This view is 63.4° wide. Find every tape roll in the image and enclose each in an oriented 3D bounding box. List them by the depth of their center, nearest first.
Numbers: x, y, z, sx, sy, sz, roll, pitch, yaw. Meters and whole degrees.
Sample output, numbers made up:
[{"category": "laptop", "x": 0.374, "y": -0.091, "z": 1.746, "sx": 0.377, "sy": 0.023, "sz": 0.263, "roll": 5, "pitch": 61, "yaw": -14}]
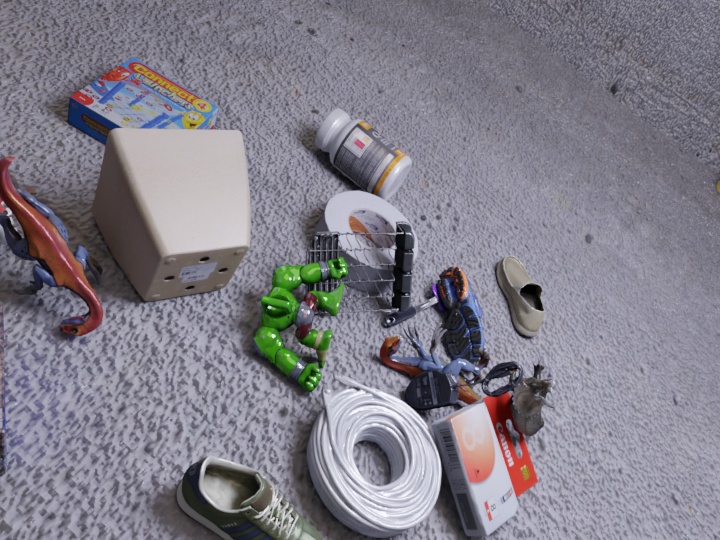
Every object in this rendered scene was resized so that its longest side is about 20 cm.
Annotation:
[{"category": "tape roll", "x": 0.011, "y": -0.058, "z": 1.111, "sx": 0.195, "sy": 0.067, "sz": 0.204, "roll": 18, "pitch": 43, "yaw": -17}]

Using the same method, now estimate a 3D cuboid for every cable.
[{"category": "cable", "x": 0.018, "y": 0.263, "z": 0.811, "sx": 0.195, "sy": 0.070, "sz": 0.204, "roll": 21, "pitch": 43, "yaw": -15}]

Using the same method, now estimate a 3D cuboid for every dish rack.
[{"category": "dish rack", "x": 0.000, "y": 0.000, "z": 0.988, "sx": 0.193, "sy": 0.159, "sz": 0.055, "roll": -2, "pitch": 17, "yaw": -14}]

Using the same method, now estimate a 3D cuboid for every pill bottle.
[{"category": "pill bottle", "x": 0.005, "y": -0.248, "z": 1.248, "sx": 0.199, "sy": 0.117, "sz": 0.116, "roll": 40, "pitch": 42, "yaw": 7}]

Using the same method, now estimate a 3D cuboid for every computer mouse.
[{"category": "computer mouse", "x": 0.160, "y": 0.180, "z": 0.912, "sx": 0.034, "sy": 0.195, "sz": 0.061, "roll": 32, "pitch": 47, "yaw": -58}]

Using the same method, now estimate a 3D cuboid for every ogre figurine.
[{"category": "ogre figurine", "x": -0.094, "y": 0.067, "z": 0.894, "sx": 0.116, "sy": 0.207, "sz": 0.098, "roll": 15, "pitch": 0, "yaw": -3}]

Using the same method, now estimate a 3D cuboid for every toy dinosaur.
[{"category": "toy dinosaur", "x": -0.398, "y": -0.007, "z": 0.738, "sx": 0.105, "sy": 0.200, "sz": 0.182, "roll": -41, "pitch": 85, "yaw": -21}, {"category": "toy dinosaur", "x": 0.264, "y": 0.216, "z": 0.931, "sx": 0.074, "sy": 0.204, "sz": 0.104, "roll": 7, "pitch": 47, "yaw": 15}, {"category": "toy dinosaur", "x": 0.123, "y": 0.163, "z": 0.962, "sx": 0.175, "sy": 0.106, "sz": 0.206, "roll": -5, "pitch": 62, "yaw": -12}]

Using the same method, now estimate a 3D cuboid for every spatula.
[{"category": "spatula", "x": 0.114, "y": 0.068, "z": 1.088, "sx": 0.197, "sy": 0.020, "sz": 0.058, "roll": -21, "pitch": 81, "yaw": -39}]

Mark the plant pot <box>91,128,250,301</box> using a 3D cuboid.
[{"category": "plant pot", "x": -0.269, "y": -0.071, "z": 0.870, "sx": 0.195, "sy": 0.200, "sz": 0.181, "roll": -9, "pitch": 67, "yaw": -37}]

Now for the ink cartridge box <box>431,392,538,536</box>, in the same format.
[{"category": "ink cartridge box", "x": 0.207, "y": 0.279, "z": 0.883, "sx": 0.196, "sy": 0.050, "sz": 0.167, "roll": -11, "pitch": 80, "yaw": -39}]

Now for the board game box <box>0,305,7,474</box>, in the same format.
[{"category": "board game box", "x": -0.480, "y": 0.133, "z": 0.602, "sx": 0.195, "sy": 0.098, "sz": 0.162, "roll": -2, "pitch": 52, "yaw": -33}]

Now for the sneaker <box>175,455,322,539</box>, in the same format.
[{"category": "sneaker", "x": -0.122, "y": 0.285, "z": 0.686, "sx": 0.196, "sy": 0.091, "sz": 0.068, "roll": 30, "pitch": 40, "yaw": -4}]

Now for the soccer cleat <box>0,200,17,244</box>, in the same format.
[{"category": "soccer cleat", "x": -0.550, "y": -0.100, "z": 0.808, "sx": 0.084, "sy": 0.069, "sz": 0.200, "roll": -29, "pitch": 66, "yaw": -35}]

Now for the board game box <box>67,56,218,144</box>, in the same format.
[{"category": "board game box", "x": -0.396, "y": -0.290, "z": 1.083, "sx": 0.196, "sy": 0.056, "sz": 0.198, "roll": 29, "pitch": 42, "yaw": -5}]

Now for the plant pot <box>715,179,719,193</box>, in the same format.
[{"category": "plant pot", "x": 1.463, "y": -0.349, "z": 2.192, "sx": 0.195, "sy": 0.191, "sz": 0.205, "roll": 16, "pitch": 43, "yaw": -16}]

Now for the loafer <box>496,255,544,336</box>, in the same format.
[{"category": "loafer", "x": 0.343, "y": 0.041, "z": 1.221, "sx": 0.073, "sy": 0.069, "sz": 0.204, "roll": 11, "pitch": 46, "yaw": -22}]

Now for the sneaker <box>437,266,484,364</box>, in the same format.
[{"category": "sneaker", "x": 0.201, "y": 0.090, "z": 1.085, "sx": 0.078, "sy": 0.074, "sz": 0.206, "roll": 30, "pitch": 46, "yaw": -43}]
